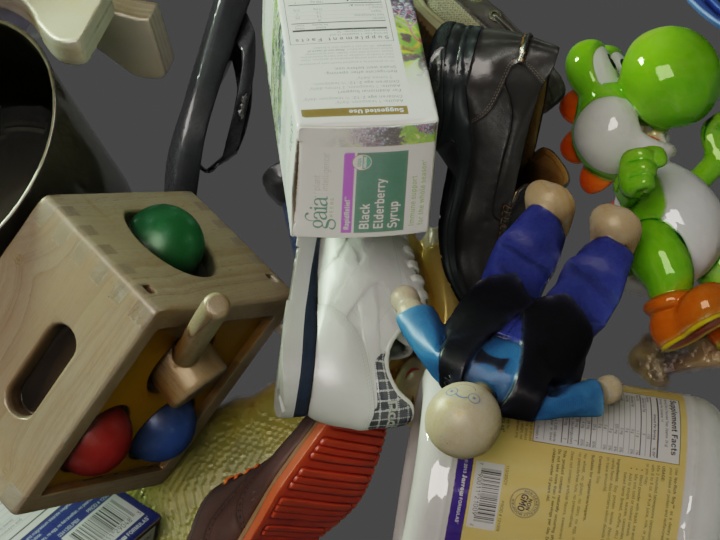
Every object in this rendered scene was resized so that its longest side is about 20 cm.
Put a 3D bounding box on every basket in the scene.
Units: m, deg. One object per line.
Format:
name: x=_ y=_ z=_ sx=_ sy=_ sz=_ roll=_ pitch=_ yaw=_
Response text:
basket: x=-0.220 y=-0.048 z=1.512 sx=0.180 sy=0.200 sz=0.136 roll=-44 pitch=71 yaw=4

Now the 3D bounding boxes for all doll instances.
doll: x=0.081 y=0.031 z=1.344 sx=0.136 sy=0.049 sz=0.200 roll=20 pitch=44 yaw=11

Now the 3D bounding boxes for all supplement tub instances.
supplement tub: x=0.123 y=0.131 z=1.384 sx=0.199 sy=0.145 sz=0.146 roll=10 pitch=80 yaw=-1

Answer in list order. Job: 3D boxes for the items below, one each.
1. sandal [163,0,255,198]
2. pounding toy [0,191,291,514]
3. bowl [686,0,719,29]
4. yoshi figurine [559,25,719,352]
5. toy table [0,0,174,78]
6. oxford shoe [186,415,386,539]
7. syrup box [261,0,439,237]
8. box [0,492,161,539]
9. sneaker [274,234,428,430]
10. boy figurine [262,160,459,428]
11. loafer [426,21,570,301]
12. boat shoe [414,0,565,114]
sandal: x=-0.080 y=-0.126 z=1.562 sx=0.043 sy=0.076 sz=0.201 roll=17 pitch=83 yaw=-8
pounding toy: x=-0.130 y=0.043 z=1.446 sx=0.142 sy=0.184 sz=0.200 roll=44 pitch=112 yaw=19
bowl: x=0.274 y=-0.221 z=1.494 sx=0.200 sy=0.039 sz=0.201 roll=-4 pitch=77 yaw=15
yoshi figurine: x=0.186 y=-0.060 z=1.455 sx=0.112 sy=0.112 sz=0.200 roll=-20 pitch=70 yaw=-6
toy table: x=-0.190 y=-0.199 z=1.559 sx=0.117 sy=0.184 sz=0.200 roll=4 pitch=58 yaw=19
oxford shoe: x=-0.057 y=0.134 z=1.478 sx=0.200 sy=0.071 sz=0.073 roll=-55 pitch=50 yaw=15
syrup box: x=-0.009 y=-0.111 z=1.416 sx=0.081 sy=0.079 sz=0.200 roll=-3 pitch=41 yaw=-7
box: x=-0.236 y=0.139 z=1.529 sx=0.200 sy=0.032 sz=0.121 roll=32 pitch=45 yaw=19
sneaker: x=0.000 y=0.000 z=1.440 sx=0.080 sy=0.076 sz=0.200 roll=7 pitch=64 yaw=0
boy figurine: x=0.008 y=0.020 z=1.505 sx=0.124 sy=0.064 sz=0.200 roll=-27 pitch=70 yaw=6
loafer: x=0.084 y=-0.049 z=1.441 sx=0.072 sy=0.200 sz=0.073 roll=3 pitch=41 yaw=15
boat shoe: x=0.048 y=-0.148 z=1.532 sx=0.065 sy=0.073 sz=0.200 roll=-20 pitch=53 yaw=-29
